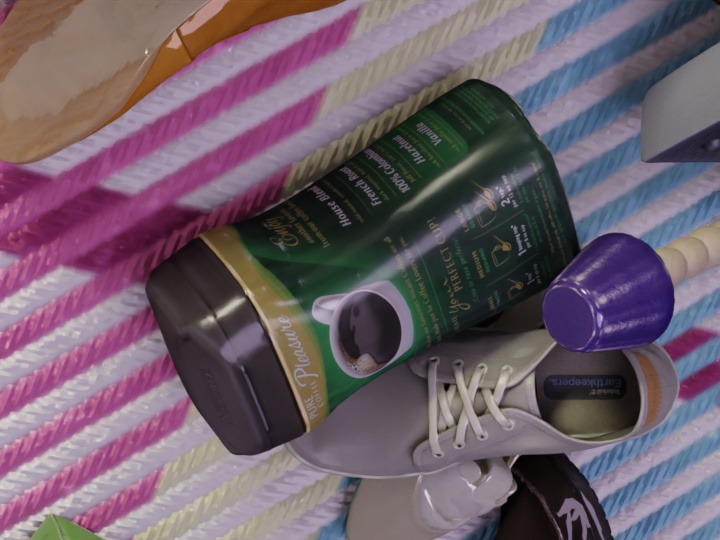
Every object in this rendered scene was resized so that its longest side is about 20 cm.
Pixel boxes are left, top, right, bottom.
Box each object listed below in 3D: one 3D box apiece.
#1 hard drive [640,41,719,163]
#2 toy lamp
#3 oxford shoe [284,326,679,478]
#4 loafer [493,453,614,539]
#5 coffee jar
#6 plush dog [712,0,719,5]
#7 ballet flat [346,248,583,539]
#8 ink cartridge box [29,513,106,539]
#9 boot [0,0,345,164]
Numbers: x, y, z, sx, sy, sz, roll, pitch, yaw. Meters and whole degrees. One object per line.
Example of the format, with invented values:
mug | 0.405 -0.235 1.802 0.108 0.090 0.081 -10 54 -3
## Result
hard drive | 0.239 -0.106 1.246 0.199 0.043 0.134 -27 166 37
toy lamp | 0.162 -0.007 1.262 0.199 0.058 0.059 -25 129 -42
oxford shoe | 0.056 0.062 1.266 0.198 0.058 0.076 -5 91 9
loafer | 0.088 0.184 1.387 0.071 0.073 0.201 -14 123 -24
coffee jar | 0.000 0.000 1.227 0.199 0.085 0.105 -30 131 -12
plush dog | 0.241 -0.193 1.231 0.199 0.161 0.172 -29 153 -10
ballet flat | 0.067 0.077 1.321 0.069 0.069 0.200 30 99 -37
ink cartridge box | -0.106 0.213 1.305 0.200 0.059 0.104 33 99 -37
boot | -0.065 -0.115 1.137 0.201 0.071 0.144 -40 162 31
